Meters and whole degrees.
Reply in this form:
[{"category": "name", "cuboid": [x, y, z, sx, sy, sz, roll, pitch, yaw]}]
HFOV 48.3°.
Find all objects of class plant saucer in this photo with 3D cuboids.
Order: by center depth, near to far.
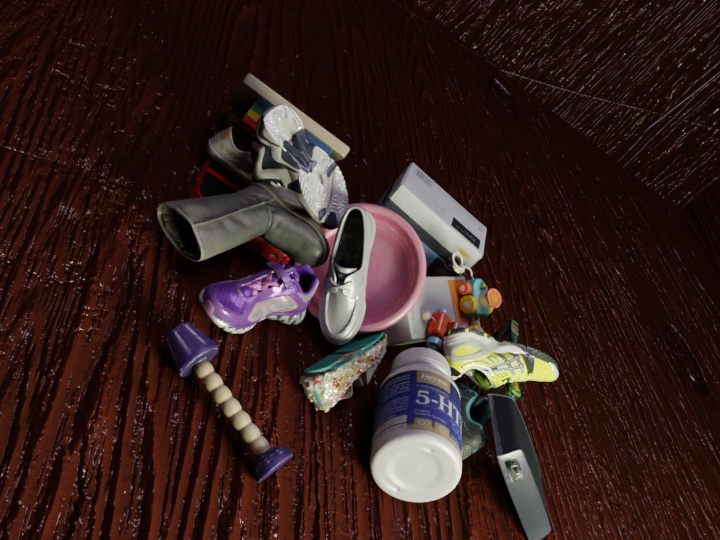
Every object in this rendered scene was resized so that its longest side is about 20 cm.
[{"category": "plant saucer", "cuboid": [0.000, 0.000, 1.217, 0.201, 0.200, 0.051, 53, -6, 16]}]

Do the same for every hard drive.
[{"category": "hard drive", "cuboid": [0.232, 0.286, 1.168, 0.135, 0.042, 0.201, -87, 157, -55]}]

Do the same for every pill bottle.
[{"category": "pill bottle", "cuboid": [0.079, 0.201, 1.097, 0.119, 0.120, 0.201, 35, 29, -16]}]

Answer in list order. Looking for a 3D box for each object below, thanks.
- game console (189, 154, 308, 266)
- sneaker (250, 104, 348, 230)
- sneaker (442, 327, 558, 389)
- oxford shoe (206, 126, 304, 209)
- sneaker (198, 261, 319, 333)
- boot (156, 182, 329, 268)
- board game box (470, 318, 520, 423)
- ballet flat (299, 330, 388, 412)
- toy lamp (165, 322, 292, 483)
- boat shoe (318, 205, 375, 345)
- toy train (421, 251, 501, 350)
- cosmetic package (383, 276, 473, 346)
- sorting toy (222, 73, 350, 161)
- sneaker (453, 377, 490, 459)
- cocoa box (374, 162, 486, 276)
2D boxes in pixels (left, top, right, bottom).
[{"category": "game console", "cuboid": [-0.170, -0.094, 1.267, 0.199, 0.031, 0.177, 35, 25, -19]}, {"category": "sneaker", "cuboid": [-0.102, -0.144, 1.224, 0.079, 0.129, 0.200, -43, 101, -24]}, {"category": "sneaker", "cuboid": [0.211, 0.148, 1.228, 0.198, 0.075, 0.077, 15, 70, -16]}, {"category": "oxford shoe", "cuboid": [-0.154, -0.165, 1.303, 0.199, 0.058, 0.075, 33, 24, -23]}, {"category": "sneaker", "cuboid": [-0.129, 0.027, 1.090, 0.199, 0.088, 0.081, -5, 56, -53]}, {"category": "boot", "cuboid": [-0.158, -0.050, 1.119, 0.181, 0.073, 0.200, 38, 25, 15]}, {"category": "board game box", "cuboid": [0.224, 0.171, 1.344, 0.023, 0.105, 0.200, 35, 29, -11]}, {"category": "ballet flat", "cuboid": [-0.019, 0.141, 1.122, 0.200, 0.075, 0.065, -24, 102, -56]}, {"category": "toy lamp", "cuboid": [-0.156, 0.148, 0.928, 0.201, 0.058, 0.058, 53, 29, 10]}, {"category": "boat shoe", "cuboid": [-0.019, 0.005, 1.149, 0.071, 0.202, 0.069, 16, -6, 13]}, {"category": "toy train", "cuboid": [0.174, 0.067, 1.310, 0.151, 0.055, 0.201, 52, 44, -31]}, {"category": "cosmetic package", "cuboid": [0.104, 0.065, 1.327, 0.199, 0.071, 0.102, -1, 78, -52]}, {"category": "sorting toy", "cuboid": [-0.139, -0.224, 1.350, 0.199, 0.070, 0.199, 34, -8, -15]}, {"category": "sneaker", "cuboid": [0.156, 0.207, 1.210, 0.078, 0.091, 0.201, 48, 25, -28]}, {"category": "cocoa box", "cuboid": [0.118, -0.074, 1.502, 0.200, 0.131, 0.134, 40, 28, -7]}]
